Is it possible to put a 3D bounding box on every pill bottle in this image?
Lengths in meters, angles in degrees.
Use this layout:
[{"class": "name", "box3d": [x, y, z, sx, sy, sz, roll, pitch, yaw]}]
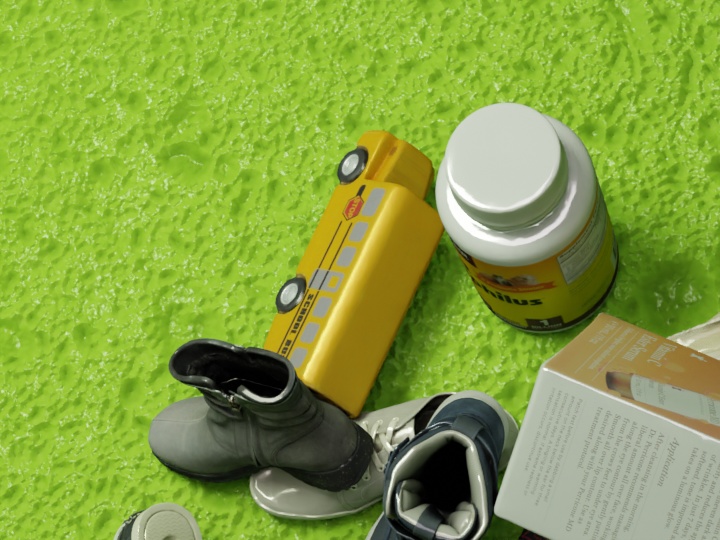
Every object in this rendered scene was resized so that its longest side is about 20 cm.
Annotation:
[{"class": "pill bottle", "box3d": [0.114, -0.037, 1.349, 0.108, 0.200, 0.110, -5, 68, 13]}]

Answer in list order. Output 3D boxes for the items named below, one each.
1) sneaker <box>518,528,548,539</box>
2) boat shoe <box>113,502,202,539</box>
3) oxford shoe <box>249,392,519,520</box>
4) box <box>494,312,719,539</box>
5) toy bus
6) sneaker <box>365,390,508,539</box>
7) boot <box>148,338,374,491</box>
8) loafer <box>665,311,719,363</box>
[{"class": "sneaker", "box3d": [0.195, 0.205, 1.293, 0.198, 0.081, 0.075, 5, 86, 16]}, {"class": "boat shoe", "box3d": [-0.144, 0.269, 1.384, 0.067, 0.071, 0.202, -21, 67, 48]}, {"class": "oxford shoe", "box3d": [0.013, 0.128, 1.392, 0.198, 0.058, 0.076, -12, 69, 12]}, {"class": "box", "box3d": [0.208, 0.125, 1.249, 0.198, 0.152, 0.107, 22, 108, 15]}, {"class": "toy bus", "box3d": [0.000, 0.000, 1.423, 0.078, 0.065, 0.201, 8, 68, 52]}, {"class": "sneaker", "box3d": [0.037, 0.185, 1.290, 0.076, 0.146, 0.204, 19, 98, 4]}, {"class": "boot", "box3d": [-0.095, 0.090, 1.369, 0.199, 0.132, 0.070, -2, 56, 36]}, {"class": "loafer", "box3d": [0.288, 0.031, 1.350, 0.198, 0.076, 0.069, -19, 62, 2]}]
